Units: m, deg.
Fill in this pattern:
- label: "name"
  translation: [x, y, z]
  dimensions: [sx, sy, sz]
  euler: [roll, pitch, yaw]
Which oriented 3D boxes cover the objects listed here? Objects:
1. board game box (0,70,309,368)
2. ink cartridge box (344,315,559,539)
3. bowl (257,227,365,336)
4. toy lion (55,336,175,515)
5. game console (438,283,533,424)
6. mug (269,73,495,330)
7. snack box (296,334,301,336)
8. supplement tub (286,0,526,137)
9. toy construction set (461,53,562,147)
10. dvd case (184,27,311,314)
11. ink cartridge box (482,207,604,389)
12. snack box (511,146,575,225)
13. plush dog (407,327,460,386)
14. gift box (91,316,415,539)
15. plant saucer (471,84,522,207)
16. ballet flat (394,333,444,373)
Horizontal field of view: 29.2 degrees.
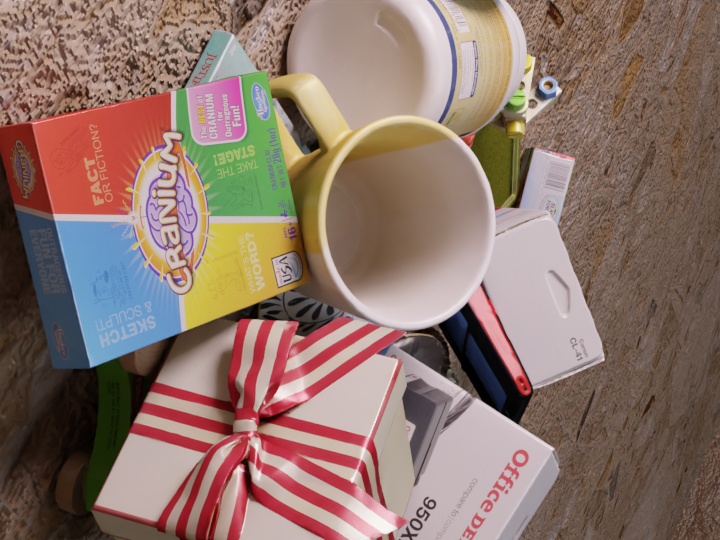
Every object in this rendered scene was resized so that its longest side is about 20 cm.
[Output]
- label: "board game box"
  translation: [-0.127, -0.038, 0.898]
  dimensions: [0.199, 0.040, 0.154]
  euler: [-22, 104, -46]
- label: "ink cartridge box"
  translation: [0.036, 0.153, 1.085]
  dimensions: [0.145, 0.199, 0.084]
  euler: [-56, 162, -8]
- label: "bowl"
  translation: [0.000, 0.000, 1.196]
  dimensions: [0.201, 0.094, 0.202]
  euler: [-55, 156, -39]
- label: "toy lion"
  translation: [-0.146, 0.090, 1.026]
  dimensions: [0.192, 0.068, 0.201]
  euler: [-39, 138, -61]
- label: "game console"
  translation: [0.102, 0.059, 1.272]
  dimensions: [0.031, 0.178, 0.200]
  euler: [-23, 165, -5]
- label: "mug"
  translation: [-0.002, -0.052, 1.036]
  dimensions: [0.148, 0.153, 0.188]
  euler: [-6, 93, -29]
- label: "snack box"
  translation: [-0.096, 0.147, 1.115]
  dimensions: [0.201, 0.024, 0.072]
  euler: [-59, 177, -25]
- label: "supplement tub"
  translation: [0.046, -0.175, 1.147]
  dimensions: [0.200, 0.144, 0.145]
  euler: [-21, 124, -58]
- label: "toy construction set"
  translation: [0.098, -0.119, 1.291]
  dimensions: [0.092, 0.130, 0.201]
  euler: [95, 18, -61]
- label: "dvd case"
  translation: [-0.098, -0.070, 1.061]
  dimensions: [0.147, 0.022, 0.200]
  euler: [-65, 155, -17]
- label: "ink cartridge box"
  translation: [0.144, 0.022, 1.313]
  dimensions: [0.200, 0.085, 0.148]
  euler: [-151, -142, -83]
- label: "snack box"
  translation: [0.191, -0.038, 1.580]
  dimensions: [0.142, 0.053, 0.201]
  euler: [-48, 152, -85]
- label: "plush dog"
  translation: [0.035, 0.102, 1.326]
  dimensions: [0.200, 0.159, 0.173]
  euler: [-130, -146, -71]
- label: "gift box"
  translation: [-0.049, 0.141, 0.943]
  dimensions: [0.187, 0.198, 0.185]
  euler: [78, 23, -52]
- label: "plant saucer"
  translation: [0.119, -0.108, 1.450]
  dimensions: [0.200, 0.048, 0.201]
  euler: [-46, 143, -44]
- label: "ballet flat"
  translation: [-0.012, 0.117, 1.191]
  dimensions: [0.199, 0.057, 0.067]
  euler: [-35, 99, -15]
